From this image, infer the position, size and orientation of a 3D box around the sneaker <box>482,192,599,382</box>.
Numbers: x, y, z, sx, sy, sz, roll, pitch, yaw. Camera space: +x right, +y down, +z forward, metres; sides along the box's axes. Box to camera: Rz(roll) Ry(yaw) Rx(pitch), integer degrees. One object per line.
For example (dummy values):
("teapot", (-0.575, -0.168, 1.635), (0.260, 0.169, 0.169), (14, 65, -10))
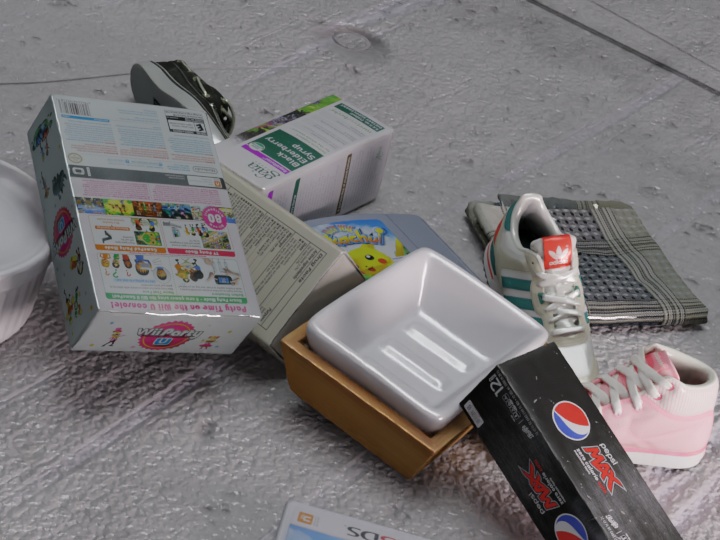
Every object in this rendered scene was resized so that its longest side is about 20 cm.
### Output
("sneaker", (0.161, 0.021, 1.667), (0.070, 0.094, 0.201), (-4, 51, -17))

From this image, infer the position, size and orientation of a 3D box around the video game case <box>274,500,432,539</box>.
("video game case", (0.014, 0.252, 1.355), (0.181, 0.022, 0.200), (15, 33, 1))

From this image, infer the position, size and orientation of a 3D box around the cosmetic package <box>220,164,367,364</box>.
("cosmetic package", (-0.104, -0.014, 1.624), (0.200, 0.073, 0.104), (36, 82, 28))

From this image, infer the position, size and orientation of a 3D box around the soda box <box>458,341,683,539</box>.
("soda box", (0.163, 0.158, 1.450), (0.071, 0.063, 0.201), (-18, 69, -40))

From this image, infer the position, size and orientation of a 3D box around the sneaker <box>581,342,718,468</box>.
("sneaker", (0.203, 0.106, 1.576), (0.199, 0.105, 0.076), (2, 36, -16))

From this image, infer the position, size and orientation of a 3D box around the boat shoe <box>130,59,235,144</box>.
("boat shoe", (-0.156, -0.151, 1.847), (0.063, 0.071, 0.200), (-15, 40, -24))

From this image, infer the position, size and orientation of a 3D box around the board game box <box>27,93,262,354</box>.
("board game box", (-0.175, -0.036, 1.532), (0.147, 0.064, 0.201), (4, 56, -34))

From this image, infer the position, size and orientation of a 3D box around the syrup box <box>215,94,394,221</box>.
("syrup box", (-0.063, -0.089, 1.787), (0.079, 0.082, 0.200), (31, 35, 26))

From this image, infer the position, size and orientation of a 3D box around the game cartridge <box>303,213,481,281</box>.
("game cartridge", (0.000, 0.000, 1.720), (0.199, 0.041, 0.133), (-9, 36, -33))

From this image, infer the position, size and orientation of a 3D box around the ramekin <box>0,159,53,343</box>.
("ramekin", (-0.346, -0.012, 1.547), (0.201, 0.095, 0.203), (10, 33, -6))

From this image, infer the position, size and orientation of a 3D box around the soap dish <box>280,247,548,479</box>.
("soap dish", (0.046, 0.075, 1.570), (0.157, 0.082, 0.200), (35, 38, 19))

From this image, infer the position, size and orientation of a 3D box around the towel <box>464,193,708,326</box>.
("towel", (0.213, -0.014, 1.825), (0.191, 0.035, 0.200), (0, 35, -21))
